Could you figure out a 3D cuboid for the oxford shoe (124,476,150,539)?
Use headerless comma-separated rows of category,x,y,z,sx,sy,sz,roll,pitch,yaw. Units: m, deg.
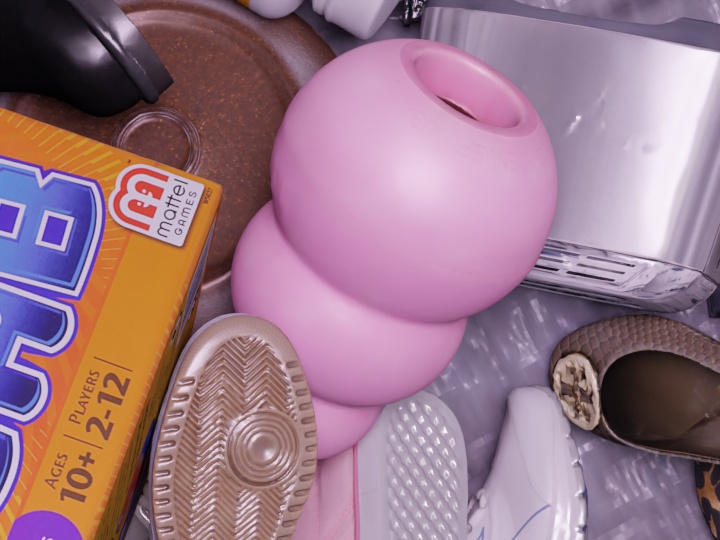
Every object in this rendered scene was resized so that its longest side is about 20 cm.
oxford shoe,-0.091,0.099,1.111,0.200,0.058,0.075,-45,94,-7

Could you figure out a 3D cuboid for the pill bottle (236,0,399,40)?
pill bottle,-0.061,-0.191,1.099,0.199,0.109,0.110,33,82,2

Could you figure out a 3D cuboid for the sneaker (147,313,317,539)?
sneaker,-0.065,0.110,1.027,0.070,0.108,0.201,-2,101,-16

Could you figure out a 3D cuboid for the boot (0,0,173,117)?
boot,-0.195,-0.078,1.065,0.211,0.079,0.158,28,76,37

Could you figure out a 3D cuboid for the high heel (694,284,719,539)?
high heel,0.208,0.085,1.108,0.071,0.143,0.201,-9,87,-11

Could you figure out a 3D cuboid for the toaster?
toaster,0.094,-0.056,1.108,0.199,0.114,0.130,11,87,15

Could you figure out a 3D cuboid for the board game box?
board game box,-0.188,0.063,0.962,0.199,0.200,0.201,19,60,-1

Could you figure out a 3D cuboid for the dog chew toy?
dog chew toy,0.000,0.000,1.029,0.124,0.125,0.200,29,118,-5

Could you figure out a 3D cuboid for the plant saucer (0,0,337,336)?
plant saucer,-0.094,-0.051,1.107,0.199,0.037,0.202,0,75,1

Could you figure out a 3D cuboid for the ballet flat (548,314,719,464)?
ballet flat,0.159,0.064,1.088,0.046,0.199,0.068,-30,119,-38

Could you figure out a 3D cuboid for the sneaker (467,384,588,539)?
sneaker,0.060,0.151,1.122,0.087,0.075,0.201,9,82,3

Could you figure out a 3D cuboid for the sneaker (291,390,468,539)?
sneaker,-0.006,0.160,1.085,0.075,0.104,0.201,22,60,-34
